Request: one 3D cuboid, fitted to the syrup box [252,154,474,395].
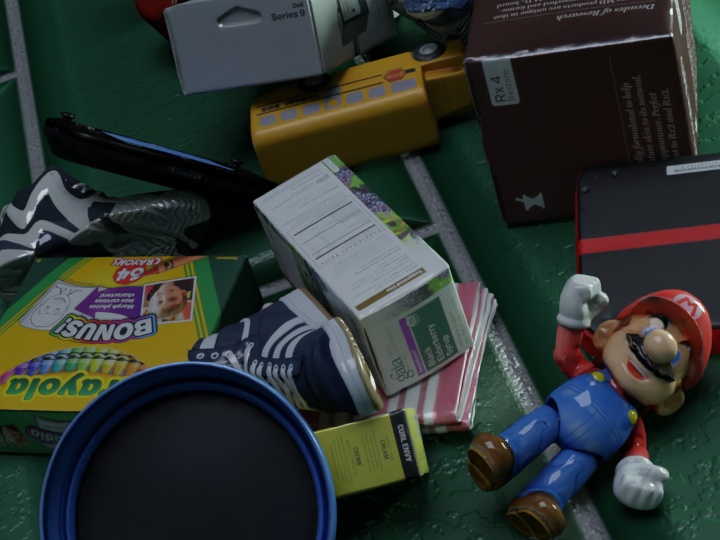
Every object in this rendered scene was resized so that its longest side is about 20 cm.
[{"bbox_3d":[0.000,0.000,1.291,0.081,0.079,0.200,-30,38,-12],"label":"syrup box"}]

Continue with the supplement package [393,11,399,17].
[{"bbox_3d":[0.046,-0.362,1.717,0.200,0.122,0.119,-37,41,-23],"label":"supplement package"}]

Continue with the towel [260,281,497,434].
[{"bbox_3d":[-0.001,0.074,1.291,0.198,0.030,0.147,-6,39,20],"label":"towel"}]

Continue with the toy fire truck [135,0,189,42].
[{"bbox_3d":[-0.198,-0.318,1.737,0.199,0.129,0.177,-3,64,32],"label":"toy fire truck"}]

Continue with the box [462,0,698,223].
[{"bbox_3d":[0.186,-0.170,1.393,0.163,0.167,0.201,-6,40,15],"label":"box"}]

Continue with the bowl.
[{"bbox_3d":[-0.112,0.163,1.129,0.199,0.039,0.202,-1,80,8],"label":"bowl"}]

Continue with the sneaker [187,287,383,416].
[{"bbox_3d":[-0.058,0.076,1.212,0.108,0.071,0.200,-25,18,-9],"label":"sneaker"}]

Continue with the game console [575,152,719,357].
[{"bbox_3d":[0.257,-0.015,1.265,0.198,0.031,0.178,-6,49,15],"label":"game console"}]

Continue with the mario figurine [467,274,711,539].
[{"bbox_3d":[0.165,0.081,1.141,0.200,0.124,0.106,-43,31,-21],"label":"mario figurine"}]

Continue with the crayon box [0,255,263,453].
[{"bbox_3d":[-0.198,0.065,1.353,0.198,0.059,0.173,-1,41,21],"label":"crayon box"}]

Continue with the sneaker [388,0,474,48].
[{"bbox_3d":[0.088,-0.239,1.542,0.077,0.085,0.200,-49,11,5],"label":"sneaker"}]

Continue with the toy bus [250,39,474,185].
[{"bbox_3d":[0.005,-0.140,1.512,0.198,0.065,0.079,-14,38,6],"label":"toy bus"}]

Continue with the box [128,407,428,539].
[{"bbox_3d":[-0.055,0.143,1.183,0.198,0.051,0.075,-16,-6,6],"label":"box"}]

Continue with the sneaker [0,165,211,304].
[{"bbox_3d":[-0.232,-0.053,1.493,0.198,0.080,0.130,-23,44,8],"label":"sneaker"}]

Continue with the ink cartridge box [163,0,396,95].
[{"bbox_3d":[-0.070,-0.227,1.566,0.145,0.085,0.200,-6,14,23],"label":"ink cartridge box"}]

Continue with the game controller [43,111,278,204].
[{"bbox_3d":[-0.169,-0.095,1.452,0.104,0.199,0.042,8,86,59],"label":"game controller"}]
